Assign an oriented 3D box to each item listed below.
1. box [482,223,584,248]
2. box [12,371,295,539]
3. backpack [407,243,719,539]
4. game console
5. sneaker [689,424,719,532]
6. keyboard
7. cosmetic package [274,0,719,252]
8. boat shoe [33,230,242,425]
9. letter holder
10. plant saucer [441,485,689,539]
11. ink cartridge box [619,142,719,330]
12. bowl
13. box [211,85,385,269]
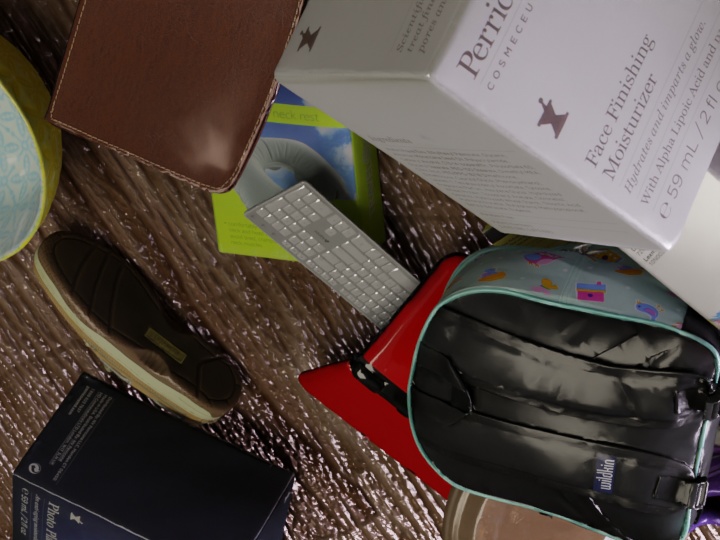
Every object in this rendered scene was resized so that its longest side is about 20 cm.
[{"bbox_3d":[0.177,0.021,1.290,0.075,0.050,0.200,-34,101,37],"label":"box"},{"bbox_3d":[-0.174,0.220,1.518,0.197,0.124,0.201,23,140,9],"label":"box"},{"bbox_3d":[0.134,0.068,1.210,0.198,0.154,0.177,9,121,7],"label":"backpack"},{"bbox_3d":[0.081,0.092,1.384,0.199,0.119,0.173,38,98,-16],"label":"game console"},{"bbox_3d":[0.303,0.158,1.278,0.198,0.084,0.081,-4,135,7],"label":"sneaker"},{"bbox_3d":[0.000,0.000,1.329,0.056,0.011,0.200,-21,137,31],"label":"keyboard"},{"bbox_3d":[0.093,-0.132,1.055,0.199,0.166,0.164,31,169,-32],"label":"cosmetic package"},{"bbox_3d":[-0.189,0.056,1.480,0.200,0.072,0.076,45,140,-7],"label":"boat shoe"},{"bbox_3d":[-0.092,-0.167,1.176,0.141,0.101,0.202,23,107,13],"label":"letter holder"},{"bbox_3d":[0.157,0.182,1.345,0.198,0.029,0.202,-6,113,-14],"label":"plant saucer"},{"bbox_3d":[0.256,-0.026,1.160,0.200,0.145,0.084,39,125,-2],"label":"ink cartridge box"},{"bbox_3d":[-0.298,-0.115,1.393,0.198,0.108,0.202,12,124,18],"label":"bowl"},{"bbox_3d":[-0.051,-0.102,1.322,0.121,0.048,0.202,7,123,20],"label":"box"}]
